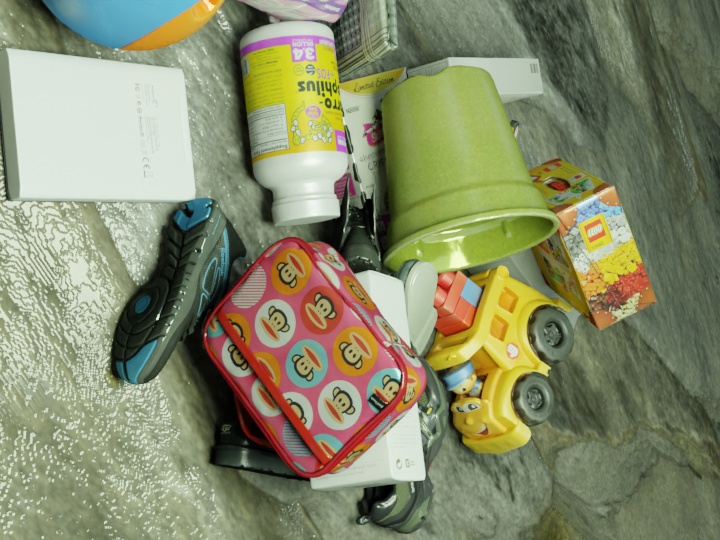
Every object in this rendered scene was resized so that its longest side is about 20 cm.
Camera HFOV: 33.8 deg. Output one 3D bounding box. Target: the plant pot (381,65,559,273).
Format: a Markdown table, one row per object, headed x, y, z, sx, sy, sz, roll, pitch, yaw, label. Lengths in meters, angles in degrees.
| x | y | z | sx | sy | sz | roll | pitch | yaw | label |
| --- | --- | --- | --- | --- | --- | --- | --- | --- | --- |
| 0.101 | -0.114 | 1.302 | 0.199 | 0.199 | 0.187 | 2 | 71 | -47 | plant pot |

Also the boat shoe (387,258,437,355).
| x | y | z | sx | sy | sz | roll | pitch | yaw | label |
| --- | --- | --- | --- | --- | --- | --- | --- | --- | --- |
| 0.046 | 0.037 | 1.310 | 0.073 | 0.061 | 0.201 | -60 | 164 | -17 | boat shoe |

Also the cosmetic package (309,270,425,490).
| x | y | z | sx | sy | sz | roll | pitch | yaw | label |
| --- | --- | --- | --- | --- | --- | --- | --- | --- | --- |
| -0.002 | 0.111 | 1.175 | 0.074 | 0.100 | 0.204 | 16 | 66 | -56 | cosmetic package |

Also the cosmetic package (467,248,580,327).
| x | y | z | sx | sy | sz | roll | pitch | yaw | label |
| --- | --- | --- | --- | --- | --- | --- | --- | --- | --- |
| 0.213 | -0.008 | 1.553 | 0.201 | 0.089 | 0.108 | 54 | 49 | -30 | cosmetic package |

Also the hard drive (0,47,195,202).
| x | y | z | sx | sy | sz | roll | pitch | yaw | label |
| --- | --- | --- | --- | --- | --- | --- | --- | --- | --- |
| -0.245 | -0.132 | 1.118 | 0.198 | 0.025 | 0.135 | -3 | 85 | -48 | hard drive |

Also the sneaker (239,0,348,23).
| x | y | z | sx | sy | sz | roll | pitch | yaw | label |
| --- | --- | --- | --- | --- | --- | --- | --- | --- | --- |
| -0.096 | -0.296 | 1.230 | 0.196 | 0.089 | 0.082 | 5 | 65 | -2 | sneaker |

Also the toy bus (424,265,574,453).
| x | y | z | sx | sy | sz | roll | pitch | yaw | label |
| --- | --- | --- | --- | --- | --- | --- | --- | --- | --- |
| 0.143 | 0.094 | 1.437 | 0.191 | 0.135 | 0.202 | 34 | 62 | -23 | toy bus |

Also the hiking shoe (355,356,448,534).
| x | y | z | sx | sy | sz | roll | pitch | yaw | label |
| --- | --- | --- | --- | --- | --- | --- | --- | --- | --- |
| 0.042 | 0.191 | 1.337 | 0.100 | 0.075 | 0.204 | 20 | 70 | -47 | hiking shoe |

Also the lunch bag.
| x | y | z | sx | sy | sz | roll | pitch | yaw | label |
| --- | --- | --- | --- | --- | --- | --- | --- | --- | --- |
| -0.054 | 0.089 | 1.113 | 0.201 | 0.176 | 0.082 | 50 | 16 | 19 | lunch bag |

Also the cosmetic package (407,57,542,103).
| x | y | z | sx | sy | sz | roll | pitch | yaw | label |
| --- | --- | --- | --- | --- | --- | --- | --- | --- | --- |
| 0.146 | -0.240 | 1.522 | 0.198 | 0.082 | 0.052 | -10 | 93 | -47 | cosmetic package |

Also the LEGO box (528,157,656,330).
| x | y | z | sx | sy | sz | roll | pitch | yaw | label |
| --- | --- | --- | --- | --- | --- | --- | --- | --- | --- |
| 0.257 | -0.037 | 1.404 | 0.076 | 0.200 | 0.151 | -25 | 107 | -2 | LEGO box |

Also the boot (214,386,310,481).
| x | y | z | sx | sy | sz | roll | pitch | yaw | label |
| --- | --- | --- | --- | --- | --- | --- | --- | --- | --- |
| -0.060 | 0.132 | 1.235 | 0.198 | 0.076 | 0.171 | 18 | 74 | -38 | boot |

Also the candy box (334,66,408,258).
| x | y | z | sx | sy | sz | roll | pitch | yaw | label |
| --- | --- | --- | --- | --- | --- | --- | --- | --- | --- |
| 0.019 | -0.124 | 1.378 | 0.136 | 0.060 | 0.203 | -24 | 100 | -46 | candy box |

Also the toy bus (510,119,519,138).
| x | y | z | sx | sy | sz | roll | pitch | yaw | label |
| --- | --- | --- | --- | --- | --- | --- | --- | --- | --- |
| 0.147 | -0.153 | 1.478 | 0.200 | 0.064 | 0.080 | -27 | 131 | -71 | toy bus |

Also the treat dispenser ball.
| x | y | z | sx | sy | sz | roll | pitch | yaw | label |
| --- | --- | --- | --- | --- | --- | --- | --- | --- | --- |
| -0.205 | -0.301 | 1.063 | 0.199 | 0.199 | 0.205 | 10 | 76 | -45 | treat dispenser ball |

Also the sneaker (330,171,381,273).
| x | y | z | sx | sy | sz | roll | pitch | yaw | label |
| --- | --- | --- | --- | --- | --- | --- | --- | --- | --- |
| -0.003 | 0.000 | 1.300 | 0.105 | 0.059 | 0.202 | -95 | -174 | -46 | sneaker |

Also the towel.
| x | y | z | sx | sy | sz | roll | pitch | yaw | label |
| --- | --- | --- | --- | --- | --- | --- | --- | --- | --- |
| -0.020 | -0.317 | 1.281 | 0.034 | 0.192 | 0.204 | -7 | 91 | -23 | towel |

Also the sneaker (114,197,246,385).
| x | y | z | sx | sy | sz | roll | pitch | yaw | label |
| --- | --- | --- | --- | --- | --- | --- | --- | --- | --- |
| -0.166 | 0.030 | 1.143 | 0.082 | 0.072 | 0.202 | 50 | 54 | -41 | sneaker |

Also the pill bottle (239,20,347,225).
| x | y | z | sx | sy | sz | roll | pitch | yaw | label |
| --- | --- | --- | --- | --- | --- | --- | --- | --- | --- |
| -0.068 | -0.154 | 1.257 | 0.103 | 0.103 | 0.204 | -4 | 87 | -47 | pill bottle |
